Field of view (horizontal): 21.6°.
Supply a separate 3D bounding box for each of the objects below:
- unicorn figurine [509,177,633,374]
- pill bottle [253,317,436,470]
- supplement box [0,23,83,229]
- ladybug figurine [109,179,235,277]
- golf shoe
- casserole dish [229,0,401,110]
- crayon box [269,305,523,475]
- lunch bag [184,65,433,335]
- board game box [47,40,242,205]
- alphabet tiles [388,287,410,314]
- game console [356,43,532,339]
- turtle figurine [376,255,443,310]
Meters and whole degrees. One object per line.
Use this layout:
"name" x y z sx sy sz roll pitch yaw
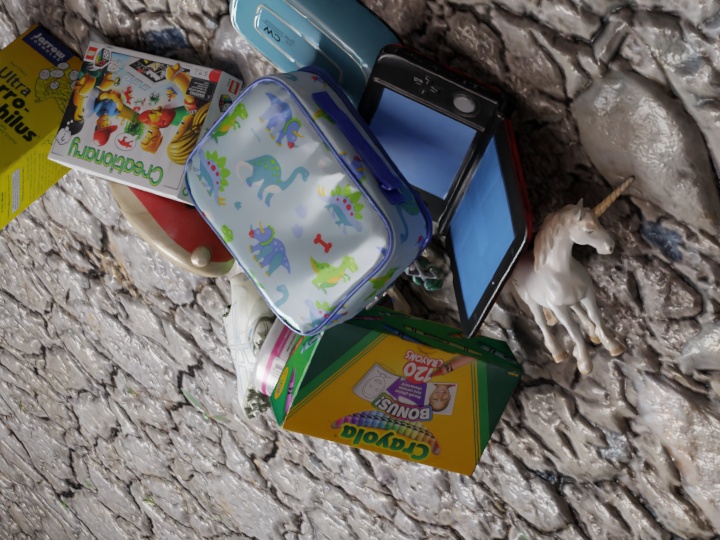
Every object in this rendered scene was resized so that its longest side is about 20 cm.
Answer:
"unicorn figurine" 0.170 0.011 1.557 0.200 0.074 0.138 -8 111 63
"pill bottle" 0.006 0.109 1.845 0.199 0.114 0.114 27 148 11
"supplement box" -0.367 -0.138 1.944 0.109 0.200 0.110 38 150 12
"ladybug figurine" -0.177 -0.064 1.869 0.135 0.072 0.200 25 -163 -36
"golf shoe" -0.110 0.078 2.040 0.097 0.078 0.201 51 150 28
"casserole dish" -0.042 -0.199 1.611 0.200 0.039 0.121 41 150 11
"crayon box" 0.032 0.103 1.706 0.199 0.119 0.058 16 -157 -21
"lunch bag" -0.042 -0.060 1.580 0.200 0.082 0.161 52 125 12
"board game box" -0.210 -0.144 1.816 0.199 0.127 0.035 17 176 41
"alphabet tiles" -0.033 -0.029 1.839 0.196 0.015 0.200 54 150 -15
"game console" 0.057 -0.062 1.559 0.172 0.119 0.200 25 149 0
"turtle figurine" 0.000 0.000 1.726 0.149 0.101 0.201 -1 130 -5
